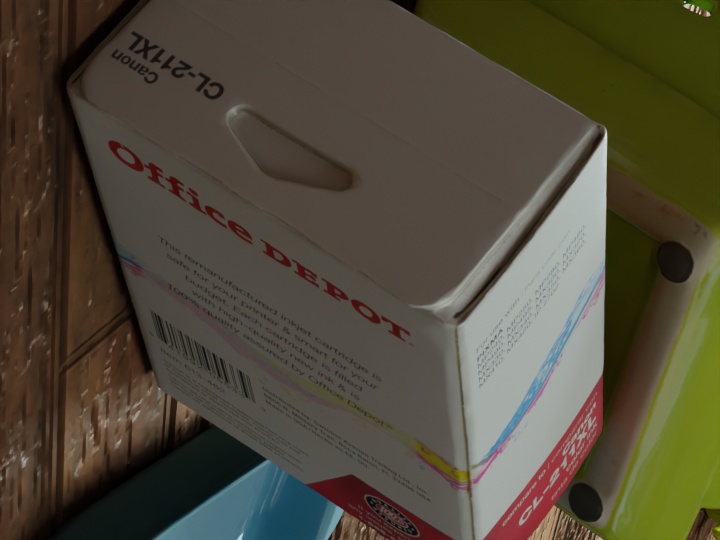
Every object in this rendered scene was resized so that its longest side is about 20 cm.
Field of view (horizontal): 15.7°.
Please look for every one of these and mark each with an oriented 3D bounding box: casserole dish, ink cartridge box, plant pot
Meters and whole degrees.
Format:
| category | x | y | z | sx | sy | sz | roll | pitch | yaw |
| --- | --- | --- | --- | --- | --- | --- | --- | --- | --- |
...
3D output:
| category | x | y | z | sx | sy | sz | roll | pitch | yaw |
| --- | --- | --- | --- | --- | --- | --- | --- | --- | --- |
| casserole dish | -0.072 | 0.114 | 0.999 | 0.200 | 0.039 | 0.121 | -31 | 148 | -48 |
| ink cartridge box | 0.000 | 0.000 | 0.836 | 0.083 | 0.146 | 0.200 | -50 | 159 | -21 |
| plant pot | 0.109 | -0.022 | 0.986 | 0.181 | 0.200 | 0.199 | -25 | 142 | -44 |

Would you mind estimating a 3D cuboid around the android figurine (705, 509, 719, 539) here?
| category | x | y | z | sx | sy | sz | roll | pitch | yaw |
| --- | --- | --- | --- | --- | --- | --- | --- | --- | --- |
| android figurine | 0.305 | 0.112 | 1.840 | 0.200 | 0.041 | 0.182 | -54 | 160 | -11 |
